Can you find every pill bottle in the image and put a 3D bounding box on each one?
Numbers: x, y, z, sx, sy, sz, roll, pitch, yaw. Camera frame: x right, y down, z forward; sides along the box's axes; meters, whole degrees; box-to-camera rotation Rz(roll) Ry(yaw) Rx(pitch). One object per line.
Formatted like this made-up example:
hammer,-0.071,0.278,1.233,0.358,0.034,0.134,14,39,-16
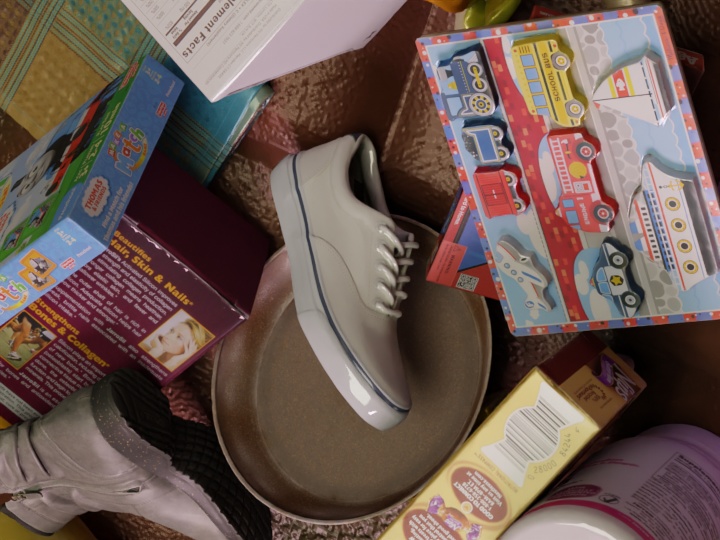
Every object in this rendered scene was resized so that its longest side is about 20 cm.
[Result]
pill bottle,0.158,0.163,1.576,0.113,0.200,0.114,7,106,24

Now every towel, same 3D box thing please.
towel,-0.162,-0.127,1.759,0.200,0.022,0.147,41,117,12

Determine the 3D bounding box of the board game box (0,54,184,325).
board game box,-0.203,-0.034,1.702,0.037,0.151,0.200,38,135,-19

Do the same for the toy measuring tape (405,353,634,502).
toy measuring tape,0.090,0.112,1.672,0.200,0.074,0.074,-21,94,29

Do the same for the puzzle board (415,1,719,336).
puzzle board,0.127,-0.052,1.535,0.150,0.017,0.200,-5,119,28

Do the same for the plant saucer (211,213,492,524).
plant saucer,-0.002,0.063,1.682,0.200,0.032,0.201,-10,68,26

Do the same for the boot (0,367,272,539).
boot,-0.156,0.142,1.752,0.130,0.068,0.200,-24,132,24

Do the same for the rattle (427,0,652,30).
rattle,0.115,-0.105,1.566,0.130,0.143,0.200,-15,91,10

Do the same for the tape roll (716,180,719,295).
tape roll,0.304,-0.018,1.535,0.200,0.066,0.201,7,107,24

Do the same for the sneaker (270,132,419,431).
sneaker,0.000,0.000,1.642,0.071,0.073,0.200,-31,59,22

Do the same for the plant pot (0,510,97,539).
plant pot,-0.211,0.265,1.798,0.201,0.201,0.189,-39,71,29

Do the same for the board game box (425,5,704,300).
board game box,0.117,-0.058,1.577,0.103,0.019,0.200,15,129,-8

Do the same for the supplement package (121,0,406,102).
supplement package,-0.029,-0.204,1.569,0.111,0.200,0.156,48,118,7

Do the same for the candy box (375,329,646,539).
candy box,0.074,0.130,1.587,0.056,0.117,0.200,42,110,8

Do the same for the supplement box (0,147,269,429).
supplement box,-0.167,0.025,1.739,0.110,0.086,0.200,40,123,-19
